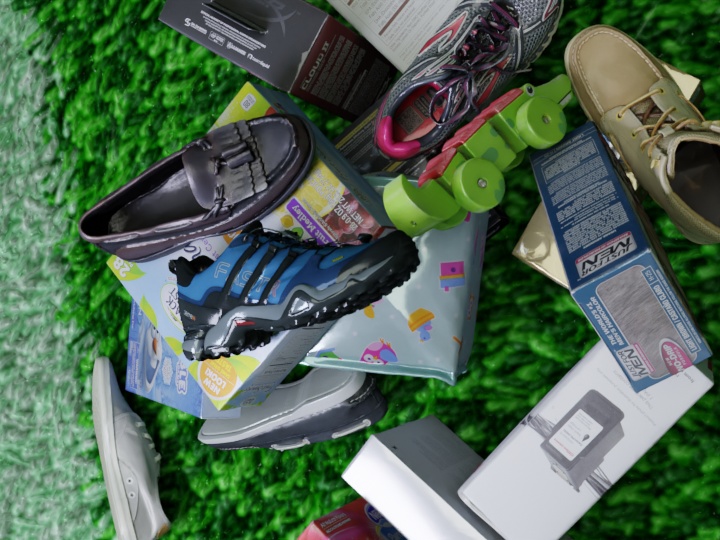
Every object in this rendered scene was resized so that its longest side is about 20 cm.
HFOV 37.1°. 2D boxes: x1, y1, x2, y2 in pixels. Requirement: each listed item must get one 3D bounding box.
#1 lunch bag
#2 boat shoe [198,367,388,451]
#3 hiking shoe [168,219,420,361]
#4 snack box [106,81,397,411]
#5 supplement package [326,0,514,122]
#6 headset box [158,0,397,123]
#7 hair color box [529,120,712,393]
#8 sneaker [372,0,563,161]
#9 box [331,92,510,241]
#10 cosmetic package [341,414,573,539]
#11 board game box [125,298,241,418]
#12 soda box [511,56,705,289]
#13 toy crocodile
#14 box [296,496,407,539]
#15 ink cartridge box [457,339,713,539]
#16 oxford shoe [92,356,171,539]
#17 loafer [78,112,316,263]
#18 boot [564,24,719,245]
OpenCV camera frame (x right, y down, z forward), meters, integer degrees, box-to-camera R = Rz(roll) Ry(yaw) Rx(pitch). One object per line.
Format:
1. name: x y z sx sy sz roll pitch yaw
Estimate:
1. lunch bag: 0.000 0.000 0.912 0.199 0.122 0.172 7 94 14
2. boat shoe: -0.066 0.141 1.010 0.199 0.076 0.060 -19 120 34
3. hiking shoe: -0.055 0.001 0.762 0.199 0.074 0.087 -21 83 23
4. snack box: -0.085 -0.017 0.856 0.169 0.068 0.200 47 109 21
5. supplement package: 0.053 -0.245 0.952 0.200 0.117 0.117 47 106 17
6. headset box: -0.071 -0.206 0.955 0.148 0.200 0.075 31 99 19
7. hair color box: 0.182 -0.017 0.772 0.060 0.200 0.100 -29 118 17
8. sneaker: 0.087 -0.161 0.839 0.080 0.075 0.200 38 104 -4
9. box: 0.013 -0.047 0.997 0.200 0.049 0.162 -40 77 16
10. cosmetic package: 0.096 0.210 0.898 0.200 0.151 0.052 41 102 19
11. board game box: -0.164 0.025 1.007 0.199 0.043 0.201 2 88 58
12. soda box: 0.210 -0.082 0.912 0.068 0.064 0.201 32 99 19
13. toy crocodile: 0.092 -0.090 0.806 0.200 0.067 0.062 -44 99 -27
14. box: 0.006 0.257 0.905 0.100 0.200 0.096 42 104 18
15. ink cartridge box: 0.185 0.126 0.869 0.083 0.145 0.200 44 103 12
16. oxford shoe: -0.233 0.182 1.083 0.057 0.075 0.201 -11 72 -19
17. loafer: -0.125 -0.059 0.806 0.199 0.063 0.072 -26 73 25
18. boot: 0.223 -0.103 0.791 0.073 0.155 0.201 -32 89 11
